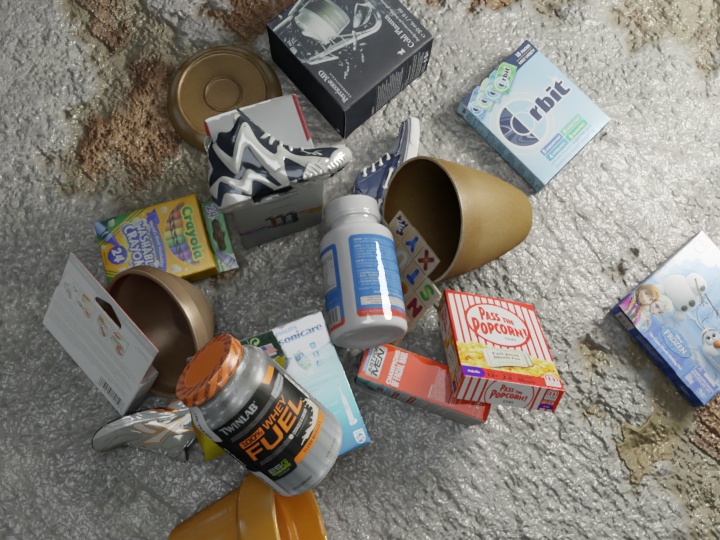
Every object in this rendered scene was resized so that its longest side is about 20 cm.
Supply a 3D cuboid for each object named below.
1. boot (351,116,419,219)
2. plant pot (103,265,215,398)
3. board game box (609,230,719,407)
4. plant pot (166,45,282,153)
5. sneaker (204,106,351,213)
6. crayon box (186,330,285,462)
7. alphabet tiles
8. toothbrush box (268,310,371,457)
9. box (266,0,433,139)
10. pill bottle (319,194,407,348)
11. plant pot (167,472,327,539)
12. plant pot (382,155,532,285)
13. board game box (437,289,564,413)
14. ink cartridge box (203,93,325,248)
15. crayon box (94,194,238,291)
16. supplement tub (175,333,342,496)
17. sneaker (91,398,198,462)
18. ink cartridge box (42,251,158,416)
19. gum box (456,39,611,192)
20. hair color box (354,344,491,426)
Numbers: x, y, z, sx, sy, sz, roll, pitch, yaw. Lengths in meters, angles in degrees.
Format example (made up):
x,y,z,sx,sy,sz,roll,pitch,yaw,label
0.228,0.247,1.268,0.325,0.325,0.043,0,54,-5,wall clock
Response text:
x,y,z,sx,sy,sz,roll,pitch,yaw,label
0.038,-0.162,1.238,0.089,0.073,0.203,12,77,-5,boot
-0.283,0.080,1.137,0.201,0.201,0.092,48,39,9,plant pot
0.541,0.076,1.218,0.198,0.043,0.201,-39,81,-11,board game box
-0.230,-0.294,1.283,0.197,0.028,0.203,1,78,-2,plant pot
-0.119,-0.169,1.026,0.196,0.079,0.131,-19,88,1,sneaker
-0.177,0.182,1.076,0.125,0.202,0.051,-17,51,-24,crayon box
0.035,0.015,1.150,0.006,0.201,0.167,-12,58,-48,alphabet tiles
-0.059,0.176,1.119,0.084,0.147,0.203,-20,79,-6,toothbrush box
-0.018,-0.368,1.262,0.196,0.124,0.200,-41,81,-9,box
0.000,0.000,1.082,0.110,0.113,0.203,-6,69,-4,pill bottle
-0.160,0.389,1.053,0.181,0.200,0.203,-20,78,9,plant pot
0.164,-0.080,1.170,0.198,0.186,0.189,-5,74,-36,plant pot
0.200,0.115,1.122,0.149,0.047,0.201,10,33,-10,board game box
-0.142,-0.145,1.164,0.143,0.200,0.147,-19,79,-9,ink cartridge box
-0.308,-0.039,1.208,0.197,0.052,0.127,-17,78,-7,crayon box
-0.125,0.178,0.944,0.200,0.122,0.123,46,77,-25,supplement tub
-0.299,0.248,1.132,0.197,0.076,0.093,-17,82,-5,sneaker
-0.374,0.090,1.119,0.200,0.174,0.043,46,37,10,ink cartridge box
0.292,-0.263,1.287,0.170,0.045,0.200,-43,83,-11,gum box
0.094,0.170,1.144,0.197,0.111,0.065,18,76,2,hair color box
